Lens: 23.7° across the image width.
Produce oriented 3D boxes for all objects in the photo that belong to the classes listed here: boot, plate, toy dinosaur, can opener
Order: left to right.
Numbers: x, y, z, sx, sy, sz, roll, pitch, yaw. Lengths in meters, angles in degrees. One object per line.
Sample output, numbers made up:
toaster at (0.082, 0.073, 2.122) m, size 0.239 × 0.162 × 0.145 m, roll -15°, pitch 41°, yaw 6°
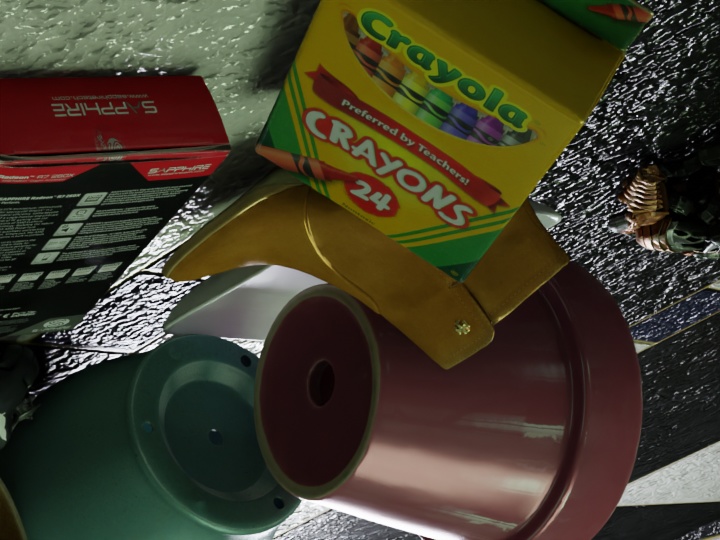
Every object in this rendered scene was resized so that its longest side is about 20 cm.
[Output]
can opener at (-0.266, 0.096, 1.098) m, size 0.200 × 0.079 × 0.063 m, roll -37°, pitch -166°, yaw 48°
plate at (0.000, -0.010, 1.097) m, size 0.200 × 0.032 × 0.199 m, roll -31°, pitch 159°, yaw 29°
boot at (0.001, 0.000, 0.938) m, size 0.201 × 0.144 × 0.071 m, roll -33°, pitch -172°, yaw 24°
toy dinosaur at (0.228, -0.040, 1.167) m, size 0.136 × 0.102 × 0.200 m, roll -10°, pitch -171°, yaw 25°

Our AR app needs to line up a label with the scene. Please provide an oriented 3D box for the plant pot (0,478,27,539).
plant pot at (-0.327, 0.196, 0.999) m, size 0.200 × 0.187 × 0.186 m, roll -27°, pitch 160°, yaw 23°

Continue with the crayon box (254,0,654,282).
crayon box at (0.035, -0.084, 0.786) m, size 0.051 × 0.127 × 0.200 m, roll -57°, pitch 179°, yaw -30°

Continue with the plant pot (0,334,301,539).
plant pot at (-0.136, 0.138, 1.110) m, size 0.200 × 0.200 × 0.188 m, roll -2°, pitch 153°, yaw -42°

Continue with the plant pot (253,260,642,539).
plant pot at (0.042, 0.080, 1.053) m, size 0.179 × 0.200 × 0.200 m, roll 7°, pitch 148°, yaw -37°

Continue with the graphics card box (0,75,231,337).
graphics card box at (-0.165, -0.026, 0.853) m, size 0.125 × 0.051 × 0.200 m, roll -7°, pitch 156°, yaw -36°
